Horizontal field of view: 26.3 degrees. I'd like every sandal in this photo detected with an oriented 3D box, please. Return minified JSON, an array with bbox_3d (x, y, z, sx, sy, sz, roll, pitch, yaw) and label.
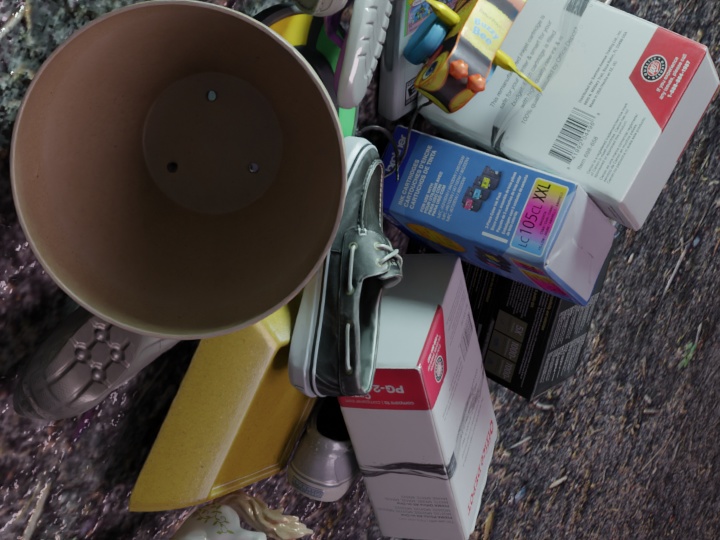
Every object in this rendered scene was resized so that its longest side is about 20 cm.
[{"bbox_3d":[-0.002,-0.211,1.107,0.082,0.050,0.203,63,38,-73],"label":"sandal"}]

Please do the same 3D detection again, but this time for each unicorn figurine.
[{"bbox_3d":[-0.139,0.234,1.194,0.200,0.137,0.074,-28,149,-51],"label":"unicorn figurine"}]

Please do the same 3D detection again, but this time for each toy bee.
[{"bbox_3d":[0.084,-0.159,1.185,0.131,0.109,0.201,14,86,-19],"label":"toy bee"}]

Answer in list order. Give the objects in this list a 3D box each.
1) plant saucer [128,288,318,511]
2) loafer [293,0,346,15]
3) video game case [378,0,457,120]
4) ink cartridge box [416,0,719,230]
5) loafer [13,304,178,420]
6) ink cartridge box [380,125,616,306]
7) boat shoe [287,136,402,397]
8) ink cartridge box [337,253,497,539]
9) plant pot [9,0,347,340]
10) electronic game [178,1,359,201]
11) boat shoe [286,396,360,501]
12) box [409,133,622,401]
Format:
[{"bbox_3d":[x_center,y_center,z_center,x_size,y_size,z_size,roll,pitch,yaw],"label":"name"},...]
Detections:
[{"bbox_3d":[-0.081,0.100,1.221,0.200,0.048,0.200,-64,161,14],"label":"plant saucer"},{"bbox_3d":[-0.044,-0.252,0.992,0.070,0.070,0.200,-32,134,-29],"label":"loafer"},{"bbox_3d":[0.085,-0.242,1.272,0.200,0.022,0.182,-37,143,-38],"label":"video game case"},{"bbox_3d":[0.169,-0.144,1.264,0.145,0.200,0.084,-60,155,-3],"label":"ink cartridge box"},{"bbox_3d":[-0.166,0.038,1.061,0.070,0.070,0.200,59,39,-8],"label":"loafer"},{"bbox_3d":[0.095,-0.049,1.270,0.077,0.200,0.136,-65,153,-4],"label":"ink cartridge box"},{"bbox_3d":[0.000,0.000,1.168,0.072,0.071,0.201,17,81,-68],"label":"boat shoe"},{"bbox_3d":[0.049,0.108,1.296,0.145,0.083,0.200,-68,150,-48],"label":"ink cartridge box"},{"bbox_3d":[-0.103,-0.070,0.963,0.134,0.200,0.201,-71,-178,-78],"label":"plant pot"},{"bbox_3d":[-0.063,-0.095,1.116,0.200,0.042,0.201,-38,138,-44],"label":"electronic game"},{"bbox_3d":[-0.005,0.129,1.347,0.072,0.070,0.201,-68,172,25],"label":"boat shoe"},{"bbox_3d":[0.135,-0.012,1.405,0.086,0.163,0.201,-21,131,-50],"label":"box"}]
